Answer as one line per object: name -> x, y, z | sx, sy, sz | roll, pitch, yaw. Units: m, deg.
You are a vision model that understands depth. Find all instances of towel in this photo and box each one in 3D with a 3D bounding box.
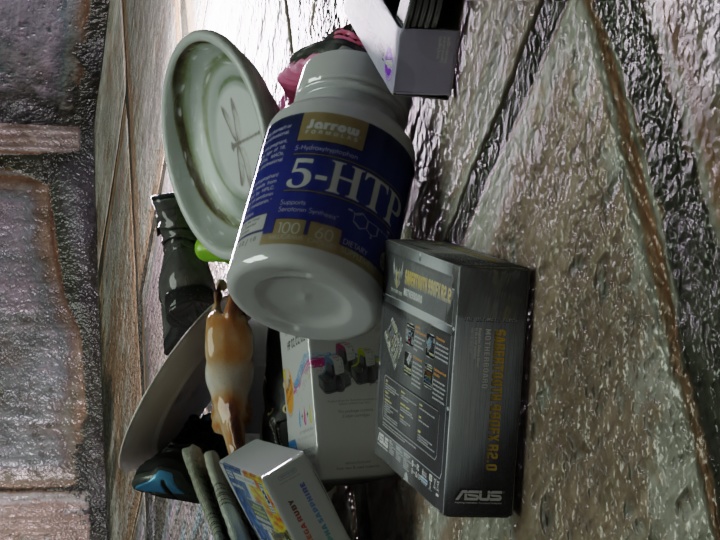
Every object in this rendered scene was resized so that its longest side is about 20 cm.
towel -> -0.083, 0.261, 1.578 | 0.193, 0.034, 0.200 | 58, -179, -40

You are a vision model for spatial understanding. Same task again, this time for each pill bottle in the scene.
pill bottle -> -0.022, -0.060, 1.351 | 0.120, 0.119, 0.201 | 116, 168, -60

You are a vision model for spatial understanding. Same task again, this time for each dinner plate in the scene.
dinner plate -> -0.165, 0.112, 1.716 | 0.201, 0.024, 0.200 | -55, -12, -18

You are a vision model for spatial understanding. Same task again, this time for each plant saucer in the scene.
plant saucer -> -0.109, -0.111, 1.557 | 0.200, 0.050, 0.201 | 30, 126, 52

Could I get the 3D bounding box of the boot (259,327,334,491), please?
boot -> -0.050, 0.082, 1.588 | 0.200, 0.073, 0.151 | -94, 8, -50

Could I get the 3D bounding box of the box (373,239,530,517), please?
box -> 0.057, 0.066, 1.201 | 0.200, 0.048, 0.159 | -158, 71, -76

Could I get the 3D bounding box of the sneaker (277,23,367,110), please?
sneaker -> -0.021, -0.174, 1.512 | 0.096, 0.079, 0.200 | -63, 6, -10

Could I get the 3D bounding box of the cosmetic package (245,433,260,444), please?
cosmetic package -> -0.090, 0.243, 1.731 | 0.051, 0.082, 0.201 | -107, 22, -47

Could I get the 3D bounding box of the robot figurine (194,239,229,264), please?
robot figurine -> -0.091, -0.076, 1.698 | 0.200, 0.115, 0.176 | 115, 174, -59

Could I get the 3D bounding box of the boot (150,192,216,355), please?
boot -> -0.173, 0.003, 1.797 | 0.200, 0.069, 0.132 | 112, 149, -68

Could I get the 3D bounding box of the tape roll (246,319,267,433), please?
tape roll -> -0.103, 0.146, 1.832 | 0.200, 0.066, 0.201 | -178, 90, -76

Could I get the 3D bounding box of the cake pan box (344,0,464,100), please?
cake pan box -> 0.038, -0.243, 1.321 | 0.200, 0.052, 0.185 | -112, 25, -60

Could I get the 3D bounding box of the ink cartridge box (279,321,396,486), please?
ink cartridge box -> -0.023, 0.073, 1.467 | 0.115, 0.067, 0.201 | 143, 123, -73

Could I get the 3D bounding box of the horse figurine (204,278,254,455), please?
horse figurine -> -0.114, 0.085, 1.615 | 0.133, 0.050, 0.201 | -96, 7, -75

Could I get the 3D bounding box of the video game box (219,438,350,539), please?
video game box -> -0.040, 0.228, 1.431 | 0.183, 0.047, 0.200 | 61, 167, -4

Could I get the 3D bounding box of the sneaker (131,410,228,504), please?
sneaker -> -0.163, 0.173, 1.694 | 0.200, 0.073, 0.082 | 16, -93, -83
